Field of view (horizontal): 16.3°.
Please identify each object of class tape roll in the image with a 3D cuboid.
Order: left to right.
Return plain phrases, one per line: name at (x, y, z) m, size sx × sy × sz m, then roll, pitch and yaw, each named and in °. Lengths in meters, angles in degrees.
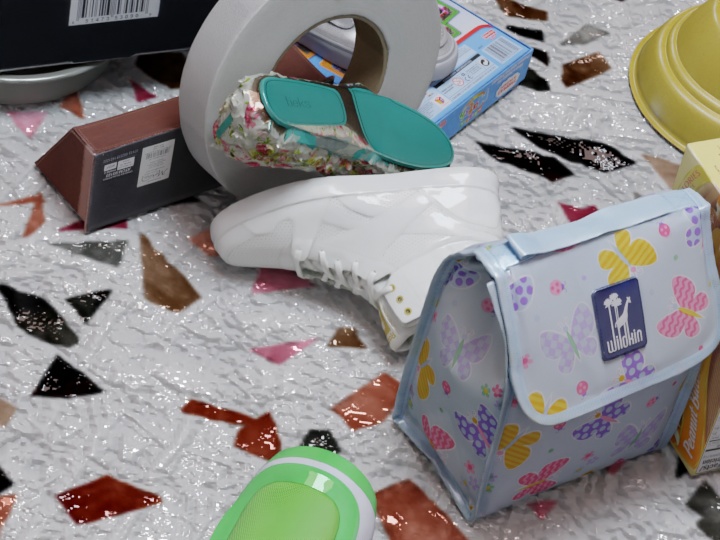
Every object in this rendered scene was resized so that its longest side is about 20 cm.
tape roll at (-0.033, -0.137, 1.732) m, size 0.203 × 0.203 × 0.037 m, roll -20°, pitch 44°, yaw -31°

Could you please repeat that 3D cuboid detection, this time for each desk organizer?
desk organizer at (-0.125, -0.104, 1.772) m, size 0.200 × 0.072 × 0.077 m, roll -20°, pitch 51°, yaw -31°

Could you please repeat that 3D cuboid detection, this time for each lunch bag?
lunch bag at (0.129, 0.045, 1.589) m, size 0.169 × 0.200 × 0.127 m, roll -17°, pitch 51°, yaw -29°

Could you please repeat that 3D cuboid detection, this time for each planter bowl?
planter bowl at (0.313, -0.163, 1.933) m, size 0.200 × 0.084 × 0.201 m, roll 7°, pitch 43°, yaw -7°

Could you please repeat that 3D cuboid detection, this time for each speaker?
speaker at (-0.057, 0.195, 1.473) m, size 0.088 × 0.089 × 0.200 m, roll 21°, pitch 44°, yaw 7°

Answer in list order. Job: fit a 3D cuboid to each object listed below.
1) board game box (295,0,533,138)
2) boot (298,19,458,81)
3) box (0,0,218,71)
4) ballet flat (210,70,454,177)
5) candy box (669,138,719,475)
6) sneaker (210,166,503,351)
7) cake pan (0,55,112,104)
board game box at (0.006, -0.172, 1.899) m, size 0.200 × 0.037 × 0.151 m, roll 34°, pitch 48°, yaw 19°
boot at (-0.017, -0.212, 1.837) m, size 0.200 × 0.096 × 0.074 m, roll 21°, pitch 45°, yaw 8°
box at (-0.210, -0.257, 1.818) m, size 0.200 × 0.124 × 0.197 m, roll -9°, pitch 46°, yaw -23°
ballet flat at (-0.023, -0.091, 1.712) m, size 0.200 × 0.064 × 0.076 m, roll 14°, pitch 52°, yaw -44°
candy box at (0.235, 0.023, 1.636) m, size 0.055 × 0.200 × 0.116 m, roll -10°, pitch 48°, yaw -22°
sneaker at (0.000, 0.000, 1.693) m, size 0.200 × 0.074 × 0.116 m, roll -8°, pitch 66°, yaw 4°
cake pan at (-0.262, -0.192, 1.851) m, size 0.200 × 0.037 × 0.200 m, roll 7°, pitch 44°, yaw -7°
